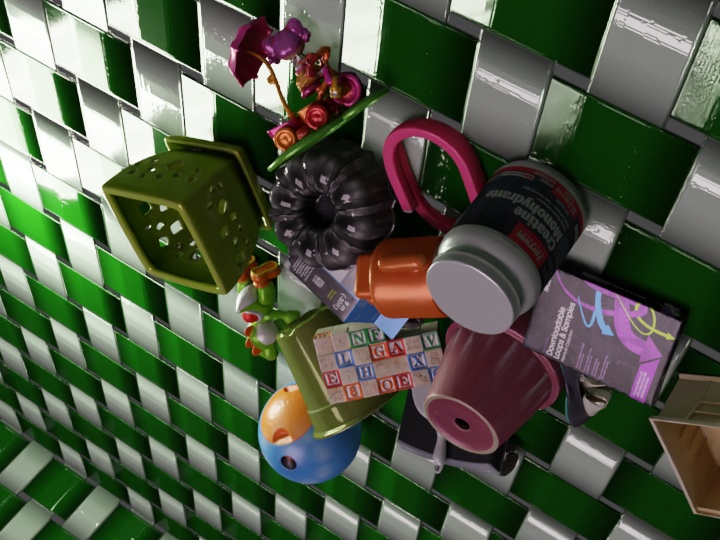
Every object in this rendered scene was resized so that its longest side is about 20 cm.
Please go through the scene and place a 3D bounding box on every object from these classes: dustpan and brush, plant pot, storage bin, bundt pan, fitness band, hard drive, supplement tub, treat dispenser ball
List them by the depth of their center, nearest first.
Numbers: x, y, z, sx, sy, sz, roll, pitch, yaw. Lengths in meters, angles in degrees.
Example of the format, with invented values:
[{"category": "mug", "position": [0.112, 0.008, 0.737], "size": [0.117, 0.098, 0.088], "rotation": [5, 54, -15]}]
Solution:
[{"category": "supplement tub", "position": [0.186, -0.031, 1.384], "size": [0.140, 0.200, 0.140], "rotation": [26, 146, 20]}, {"category": "storage bin", "position": [0.530, 0.249, 1.479], "size": [0.198, 0.094, 0.200], "rotation": [2, 132, 45]}, {"category": "fitness band", "position": [0.106, -0.125, 1.507], "size": [0.143, 0.037, 0.200], "rotation": [10, 139, 38]}, {"category": "bundt pan", "position": [-0.052, -0.090, 1.589], "size": [0.202, 0.076, 0.202], "rotation": [8, 107, 28]}, {"category": "plant pot", "position": [0.194, 0.169, 1.649], "size": [0.200, 0.179, 0.200], "rotation": [26, 145, 20]}, {"category": "plant pot", "position": [-0.268, -0.104, 1.785], "size": [0.200, 0.182, 0.199], "rotation": [13, 140, 36]}, {"category": "dustpan and brush", "position": [0.135, 0.235, 1.820], "size": [0.139, 0.200, 0.057], "rotation": [0, 161, 46]}, {"category": "hard drive", "position": [0.156, 0.263, 1.850], "size": [0.200, 0.135, 0.042], "rotation": [9, 173, 35]}, {"category": "plant pot", "position": [-0.049, 0.161, 1.910], "size": [0.190, 0.200, 0.200], "rotation": [57, 146, -5]}, {"category": "treat dispenser ball", "position": [-0.097, 0.310, 2.104], "size": [0.201, 0.201, 0.201], "rotation": [27, 146, 20]}]

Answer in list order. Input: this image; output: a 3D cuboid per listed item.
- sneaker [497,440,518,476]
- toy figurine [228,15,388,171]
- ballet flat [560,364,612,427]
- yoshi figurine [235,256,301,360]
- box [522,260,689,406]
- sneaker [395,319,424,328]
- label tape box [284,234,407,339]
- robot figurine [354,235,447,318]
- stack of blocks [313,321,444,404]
[{"category": "sneaker", "position": [0.187, 0.294, 1.925], "size": [0.200, 0.077, 0.089], "rotation": [39, 170, 15]}, {"category": "toy figurine", "position": [-0.092, -0.262, 1.468], "size": [0.200, 0.150, 0.184], "rotation": [-31, 96, 24]}, {"category": "ballet flat", "position": [0.334, 0.168, 1.609], "size": [0.073, 0.073, 0.200], "rotation": [16, 139, 34]}, {"category": "yoshi figurine", "position": [-0.167, 0.066, 2.003], "size": [0.112, 0.112, 0.200], "rotation": [-8, 120, 0]}, {"category": "box", "position": [0.329, 0.082, 1.489], "size": [0.200, 0.036, 0.143], "rotation": [25, 124, 24]}, {"category": "sneaker", "position": [0.020, 0.036, 1.765], "size": [0.199, 0.076, 0.114], "rotation": [35, 150, 13]}, {"category": "label tape box", "position": [0.000, 0.000, 1.665], "size": [0.200, 0.063, 0.144], "rotation": [43, 121, 13]}, {"category": "robot figurine", "position": [0.092, 0.009, 1.525], "size": [0.200, 0.117, 0.144], "rotation": [-3, 125, 29]}, {"category": "stack of blocks", "position": [0.035, 0.137, 1.772], "size": [0.200, 0.059, 0.115], "rotation": [-12, 102, 8]}]
